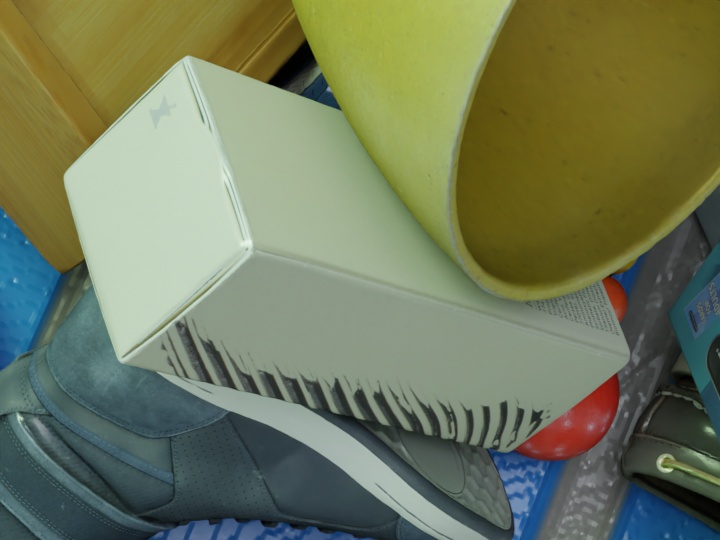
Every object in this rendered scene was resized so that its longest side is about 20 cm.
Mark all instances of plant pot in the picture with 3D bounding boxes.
[{"bbox_3d":[0.053,-0.113,0.794,0.200,0.200,0.142,-42,59,-14],"label":"plant pot"}]

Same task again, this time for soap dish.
[{"bbox_3d":[-0.080,-0.122,0.860,0.200,0.081,0.158,-50,121,-24],"label":"soap dish"}]

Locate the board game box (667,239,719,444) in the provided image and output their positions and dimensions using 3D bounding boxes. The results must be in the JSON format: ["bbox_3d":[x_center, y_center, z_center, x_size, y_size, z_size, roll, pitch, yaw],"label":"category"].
[{"bbox_3d":[0.225,0.074,0.892,0.199,0.047,0.151,14,38,-26],"label":"board game box"}]

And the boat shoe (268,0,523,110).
[{"bbox_3d":[-0.014,-0.047,0.919,0.200,0.072,0.072,-43,96,5],"label":"boat shoe"}]

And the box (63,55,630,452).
[{"bbox_3d":[0.000,0.000,0.825,0.199,0.068,0.083,17,43,-45],"label":"box"}]

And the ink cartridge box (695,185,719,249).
[{"bbox_3d":[0.233,-0.078,0.936,0.199,0.146,0.086,-24,84,-14],"label":"ink cartridge box"}]

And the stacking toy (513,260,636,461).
[{"bbox_3d":[0.078,-0.027,0.938,0.085,0.085,0.201,8,85,-9],"label":"stacking toy"}]

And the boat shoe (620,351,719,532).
[{"bbox_3d":[0.193,0.110,0.939,0.201,0.072,0.060,37,78,3],"label":"boat shoe"}]

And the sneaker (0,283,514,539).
[{"bbox_3d":[-0.052,0.077,0.890,0.202,0.077,0.146,33,120,-32],"label":"sneaker"}]
